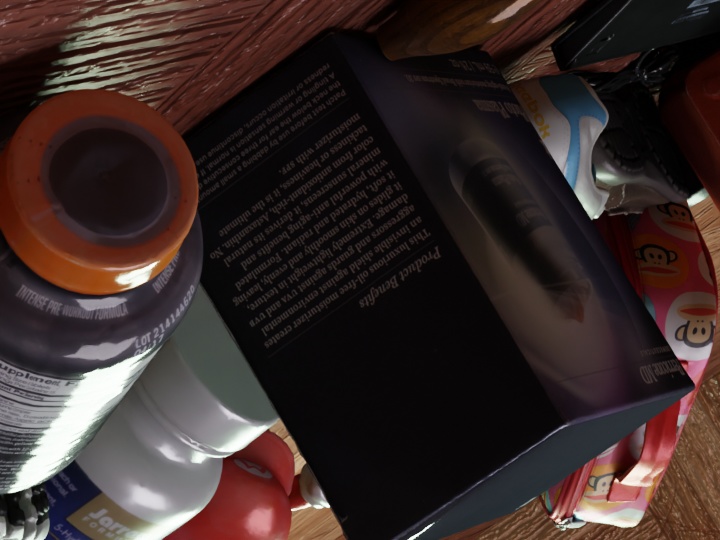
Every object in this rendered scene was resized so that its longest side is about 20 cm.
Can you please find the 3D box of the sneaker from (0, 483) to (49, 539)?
[{"bbox_3d":[-0.214,0.086,1.195,0.081,0.076,0.200,-25,152,23],"label":"sneaker"}]

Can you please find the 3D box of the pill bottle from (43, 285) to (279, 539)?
[{"bbox_3d":[-0.139,0.089,1.330,0.200,0.120,0.120,-36,168,24],"label":"pill bottle"}]

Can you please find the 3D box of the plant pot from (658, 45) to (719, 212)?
[{"bbox_3d":[0.287,-0.079,1.534,0.199,0.201,0.176,-33,168,11],"label":"plant pot"}]

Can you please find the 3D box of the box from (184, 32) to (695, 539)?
[{"bbox_3d":[0.032,0.008,1.215,0.123,0.199,0.200,-34,170,21],"label":"box"}]

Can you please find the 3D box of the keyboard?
[{"bbox_3d":[0.163,-0.134,1.420,0.199,0.021,0.127,-17,157,-51],"label":"keyboard"}]

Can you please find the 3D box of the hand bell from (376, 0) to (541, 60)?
[{"bbox_3d":[0.095,-0.133,1.116,0.199,0.105,0.104,-21,174,24],"label":"hand bell"}]

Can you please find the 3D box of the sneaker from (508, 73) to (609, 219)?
[{"bbox_3d":[0.087,-0.023,1.402,0.080,0.077,0.200,-23,150,-15],"label":"sneaker"}]

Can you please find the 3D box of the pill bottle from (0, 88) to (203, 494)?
[{"bbox_3d":[-0.123,0.005,1.021,0.106,0.107,0.200,-25,168,-30],"label":"pill bottle"}]

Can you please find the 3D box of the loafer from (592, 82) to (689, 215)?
[{"bbox_3d":[0.133,-0.067,1.541,0.071,0.073,0.200,-23,168,19],"label":"loafer"}]

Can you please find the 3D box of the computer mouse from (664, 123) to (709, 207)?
[{"bbox_3d":[0.225,-0.086,1.750,0.138,0.053,0.200,-35,-179,10],"label":"computer mouse"}]

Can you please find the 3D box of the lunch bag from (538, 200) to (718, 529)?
[{"bbox_3d":[0.160,0.060,1.656,0.081,0.177,0.201,5,129,-13],"label":"lunch bag"}]

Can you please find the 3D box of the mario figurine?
[{"bbox_3d":[-0.074,0.094,1.448,0.123,0.107,0.200,-28,-168,-7],"label":"mario figurine"}]
